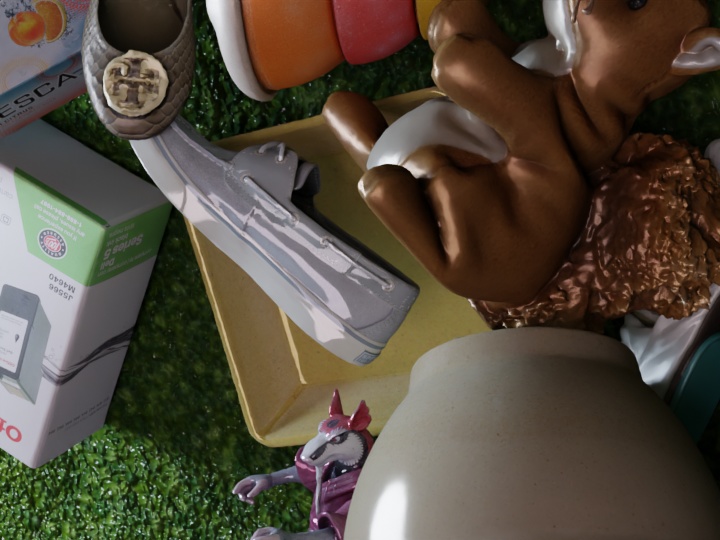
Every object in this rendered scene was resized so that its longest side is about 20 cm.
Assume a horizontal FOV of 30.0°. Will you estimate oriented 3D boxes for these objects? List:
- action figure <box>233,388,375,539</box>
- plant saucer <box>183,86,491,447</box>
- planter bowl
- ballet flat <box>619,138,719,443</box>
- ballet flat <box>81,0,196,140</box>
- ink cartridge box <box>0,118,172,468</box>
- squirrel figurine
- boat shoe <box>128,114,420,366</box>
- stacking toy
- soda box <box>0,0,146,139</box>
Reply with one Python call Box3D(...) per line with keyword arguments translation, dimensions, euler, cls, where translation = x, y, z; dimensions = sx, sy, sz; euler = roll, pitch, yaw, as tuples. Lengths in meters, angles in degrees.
Box3D(translation=(-0.001, 0.167, 0.806), dimensions=(0.149, 0.134, 0.200), euler=(4, 112, -9), cls="action figure")
Box3D(translation=(0.000, 0.000, 0.823), dimensions=(0.200, 0.048, 0.200), euler=(-10, 102, 28), cls="plant saucer")
Box3D(translation=(0.086, 0.110, 0.682), dimensions=(0.200, 0.200, 0.135), euler=(-17, 61, 30), cls="planter bowl")
Box3D(translation=(0.182, 0.018, 0.738), dimensions=(0.069, 0.069, 0.200), euler=(26, 112, 17), cls="ballet flat")
Box3D(translation=(-0.121, -0.174, 0.771), dimensions=(0.067, 0.046, 0.200), euler=(8, 76, -3), cls="ballet flat")
Box3D(translation=(-0.231, 0.011, 0.919), dimensions=(0.145, 0.084, 0.200), euler=(29, 117, 15), cls="ink cartridge box")
Box3D(translation=(0.110, -0.062, 0.684), dimensions=(0.187, 0.142, 0.200), euler=(-40, 107, 8), cls="squirrel figurine")
Box3D(translation=(-0.047, -0.035, 0.777), dimensions=(0.201, 0.070, 0.072), euler=(44, 99, 10), cls="boat shoe")
Box3D(translation=(0.025, -0.165, 0.728), dimensions=(0.200, 0.146, 0.146), euler=(1, 108, 9), cls="stacking toy")
Box3D(translation=(-0.225, -0.123, 0.823), dimensions=(0.200, 0.068, 0.064), euler=(-30, 82, -3), cls="soda box")
